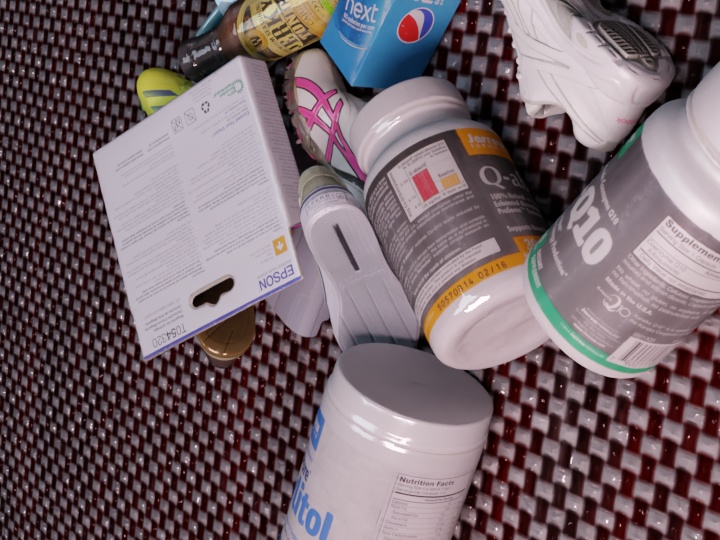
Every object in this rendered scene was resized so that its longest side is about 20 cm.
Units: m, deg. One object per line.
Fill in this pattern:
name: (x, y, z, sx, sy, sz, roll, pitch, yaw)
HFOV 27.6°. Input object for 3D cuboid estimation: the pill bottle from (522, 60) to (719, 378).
pill bottle: (0.198, -0.032, 0.908, 0.200, 0.112, 0.114, -51, 51, 39)

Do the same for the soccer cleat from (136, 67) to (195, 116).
soccer cleat: (-0.127, -0.130, 1.310, 0.200, 0.064, 0.084, 46, 134, 26)

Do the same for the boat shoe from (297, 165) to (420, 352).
boat shoe: (0.000, 0.000, 1.159, 0.062, 0.071, 0.201, -105, -3, -47)

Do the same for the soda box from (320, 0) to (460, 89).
soda box: (0.044, -0.242, 1.153, 0.064, 0.067, 0.201, 56, 131, 37)

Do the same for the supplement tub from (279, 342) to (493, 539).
supplement tub: (0.015, 0.173, 1.138, 0.132, 0.131, 0.202, 39, 120, 46)

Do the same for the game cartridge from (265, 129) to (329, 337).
game cartridge: (-0.073, -0.050, 1.339, 0.200, 0.041, 0.134, 47, 130, 43)

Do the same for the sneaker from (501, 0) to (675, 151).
sneaker: (0.131, -0.161, 1.033, 0.201, 0.077, 0.100, 59, 137, 36)

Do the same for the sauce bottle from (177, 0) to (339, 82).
sauce bottle: (-0.072, -0.216, 1.266, 0.199, 0.064, 0.065, -23, 71, 32)

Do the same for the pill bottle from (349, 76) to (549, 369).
pill bottle: (0.070, -0.038, 1.076, 0.117, 0.116, 0.201, -51, 51, 39)

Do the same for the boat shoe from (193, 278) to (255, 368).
boat shoe: (-0.134, -0.008, 1.328, 0.065, 0.072, 0.202, 124, 148, -60)

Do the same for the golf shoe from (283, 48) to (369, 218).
golf shoe: (-0.006, -0.111, 1.234, 0.091, 0.073, 0.201, -24, 59, 14)

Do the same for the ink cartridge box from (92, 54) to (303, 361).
ink cartridge box: (-0.133, -0.050, 1.248, 0.195, 0.043, 0.202, -26, 74, 34)

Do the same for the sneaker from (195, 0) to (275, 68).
sneaker: (-0.086, -0.248, 1.317, 0.200, 0.081, 0.074, -51, 52, 40)
